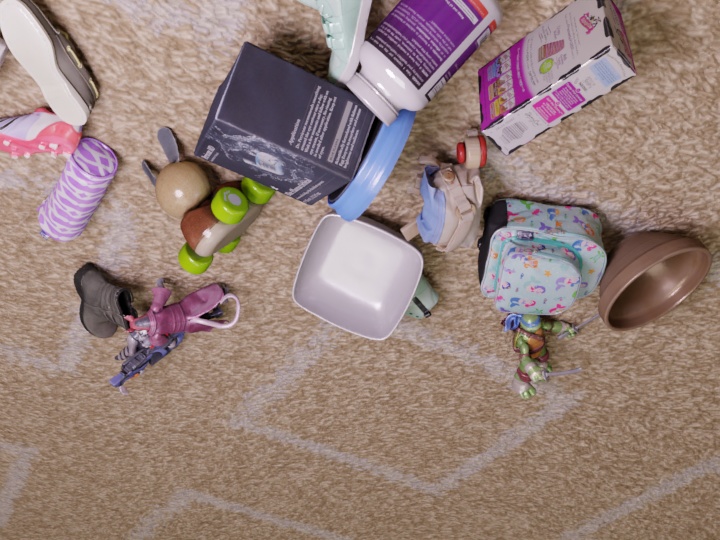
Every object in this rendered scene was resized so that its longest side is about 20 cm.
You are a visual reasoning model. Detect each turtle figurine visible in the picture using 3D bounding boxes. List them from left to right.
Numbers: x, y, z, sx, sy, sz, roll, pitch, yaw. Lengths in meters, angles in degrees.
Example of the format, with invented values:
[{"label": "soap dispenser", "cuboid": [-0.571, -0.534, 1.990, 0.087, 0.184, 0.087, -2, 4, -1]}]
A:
[{"label": "turtle figurine", "cuboid": [0.359, 0.166, 1.521, 0.197, 0.145, 0.195, 4, 143, 7]}]

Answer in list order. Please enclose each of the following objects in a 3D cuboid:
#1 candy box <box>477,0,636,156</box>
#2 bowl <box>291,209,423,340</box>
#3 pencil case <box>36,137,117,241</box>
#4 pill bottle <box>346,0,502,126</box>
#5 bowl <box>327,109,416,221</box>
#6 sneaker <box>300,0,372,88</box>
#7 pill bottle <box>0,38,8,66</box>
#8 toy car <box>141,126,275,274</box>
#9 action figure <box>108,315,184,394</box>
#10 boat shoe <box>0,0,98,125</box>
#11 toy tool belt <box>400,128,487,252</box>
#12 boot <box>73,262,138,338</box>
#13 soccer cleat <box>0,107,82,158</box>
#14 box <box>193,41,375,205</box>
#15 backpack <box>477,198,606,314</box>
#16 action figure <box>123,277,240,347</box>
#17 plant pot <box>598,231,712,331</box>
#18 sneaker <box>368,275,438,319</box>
[{"label": "candy box", "cuboid": [0.250, -0.260, 1.054, 0.061, 0.138, 0.199, 34, 133, -31]}, {"label": "bowl", "cuboid": [0.000, 0.000, 1.380, 0.198, 0.075, 0.201, 25, 117, -1]}, {"label": "pencil case", "cuboid": [-0.470, -0.132, 1.331, 0.086, 0.084, 0.200, 47, 129, -1]}, {"label": "pill bottle", "cuboid": [0.076, -0.282, 1.009, 0.200, 0.113, 0.112, -46, 123, 6]}, {"label": "bowl", "cuboid": [0.013, -0.167, 1.138, 0.039, 0.202, 0.201, 26, 135, -14]}, {"label": "sneaker", "cuboid": [-0.049, -0.334, 1.038, 0.116, 0.074, 0.202, 6, 131, -9]}, {"label": "pill bottle", "cuboid": [-0.596, -0.322, 1.098, 0.198, 0.117, 0.116, 27, 135, -23]}, {"label": "toy car", "cuboid": [-0.267, -0.130, 1.298, 0.200, 0.158, 0.164, 44, 129, 1]}, {"label": "action figure", "cuboid": [-0.454, 0.164, 1.615, 0.104, 0.200, 0.194, 41, 132, 10]}, {"label": "boat shoe", "cuboid": [-0.439, -0.304, 1.143, 0.071, 0.061, 0.203, 2, 139, 21]}, {"label": "toy tool belt", "cuboid": [0.124, -0.119, 1.241, 0.121, 0.126, 0.201, -3, 138, -2]}, {"label": "boot", "cuboid": [-0.477, 0.087, 1.541, 0.130, 0.068, 0.201, 31, 144, 24]}, {"label": "soccer cleat", "cuboid": [-0.514, -0.219, 1.254, 0.197, 0.077, 0.067, 7, 160, 25]}, {"label": "box", "cuboid": [-0.111, -0.194, 1.124, 0.198, 0.119, 0.196, 23, 167, -16]}, {"label": "backpack", "cuboid": [0.301, -0.020, 1.320, 0.197, 0.152, 0.179, 1, 138, -2]}, {"label": "action figure", "cuboid": [-0.340, 0.095, 1.495, 0.198, 0.148, 0.136, -13, 115, -36]}, {"label": "plant pot", "cuboid": [0.468, 0.002, 1.332, 0.198, 0.093, 0.202, -19, 145, -14]}, {"label": "sneaker", "cuboid": [0.052, 0.072, 1.496, 0.199, 0.074, 0.118, -31, 121, 32]}]
